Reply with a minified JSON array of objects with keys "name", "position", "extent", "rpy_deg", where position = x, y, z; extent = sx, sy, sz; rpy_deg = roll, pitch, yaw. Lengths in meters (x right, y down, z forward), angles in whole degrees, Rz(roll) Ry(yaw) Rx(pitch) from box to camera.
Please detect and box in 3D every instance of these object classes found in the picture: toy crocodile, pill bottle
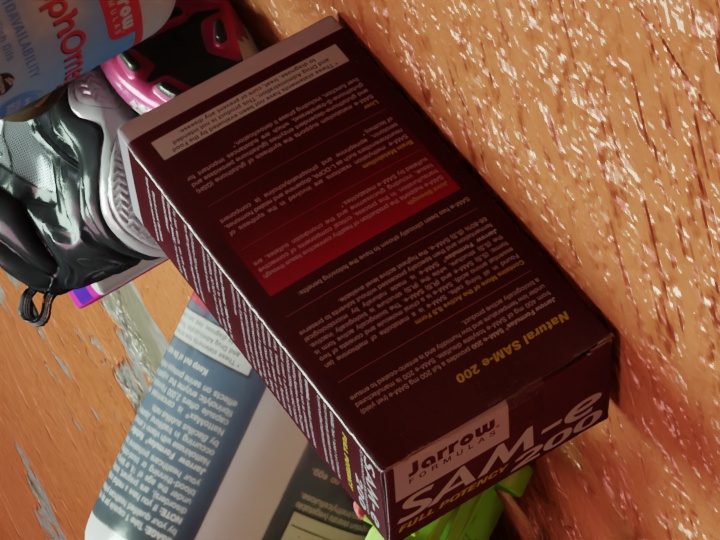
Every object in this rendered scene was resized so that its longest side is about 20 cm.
[{"name":"toy crocodile","position":[0.028,0.099,1.152],"extent":[0.062,0.068,0.200],"rpy_deg":[25,177,14]},{"name":"pill bottle","position":[-0.055,0.105,1.202],"extent":[0.119,0.201,0.120],"rpy_deg":[26,180,0]},{"name":"pill bottle","position":[-0.149,-0.127,1.132],"extent":[0.109,0.200,0.109],"rpy_deg":[53,164,23]}]

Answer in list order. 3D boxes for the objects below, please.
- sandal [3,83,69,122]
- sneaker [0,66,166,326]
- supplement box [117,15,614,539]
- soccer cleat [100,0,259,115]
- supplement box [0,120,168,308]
[{"name":"sandal","position":[-0.162,-0.170,1.218],"extent":[0.082,0.054,0.201],"rpy_deg":[2,85,42]},{"name":"sneaker","position":[-0.156,-0.072,1.275],"extent":[0.075,0.114,0.201],"rpy_deg":[21,-139,-53]},{"name":"supplement box","position":[0.000,0.000,1.068],"extent":[0.200,0.109,0.061],"rpy_deg":[51,161,32]},{"name":"soccer cleat","position":[-0.062,-0.064,1.216],"extent":[0.200,0.070,0.086],"rpy_deg":[49,161,34]},{"name":"supplement box","position":[-0.146,-0.093,1.372],"extent":[0.200,0.103,0.101],"rpy_deg":[59,166,-2]}]
